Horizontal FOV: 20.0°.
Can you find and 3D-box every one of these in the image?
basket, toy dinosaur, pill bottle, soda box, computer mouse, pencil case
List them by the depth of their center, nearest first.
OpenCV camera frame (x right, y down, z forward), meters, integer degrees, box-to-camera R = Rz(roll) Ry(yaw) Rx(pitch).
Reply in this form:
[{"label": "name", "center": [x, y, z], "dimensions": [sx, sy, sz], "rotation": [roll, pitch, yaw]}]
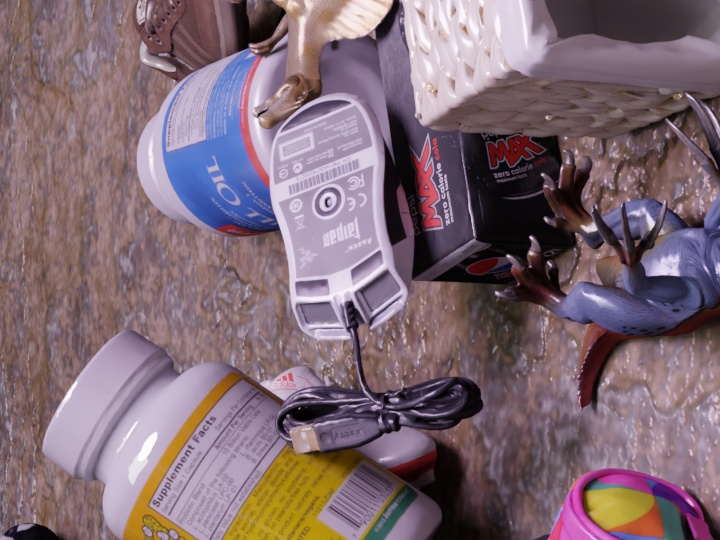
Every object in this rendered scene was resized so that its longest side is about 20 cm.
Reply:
[{"label": "toy dinosaur", "center": [0.159, -0.008, 0.933], "dimensions": [0.181, 0.200, 0.105], "rotation": [15, 63, 38]}, {"label": "basket", "center": [0.096, -0.168, 0.966], "dimensions": [0.123, 0.135, 0.200], "rotation": [150, 118, -61]}, {"label": "pencil case", "center": [0.105, 0.192, 0.973], "dimensions": [0.088, 0.088, 0.200], "rotation": [53, 133, 48]}, {"label": "computer mouse", "center": [0.000, 0.000, 1.067], "dimensions": [0.109, 0.044, 0.200], "rotation": [-19, 62, 24]}, {"label": "pill bottle", "center": [-0.066, 0.120, 1.097], "dimensions": [0.200, 0.113, 0.113], "rotation": [33, 127, 8]}, {"label": "soda box", "center": [0.056, -0.097, 1.098], "dimensions": [0.071, 0.063, 0.200], "rotation": [-35, 58, 54]}, {"label": "toy dinosaur", "center": [-0.014, -0.175, 1.123], "dimensions": [0.101, 0.058, 0.200], "rotation": [32, 103, 34]}, {"label": "pill bottle", "center": [-0.060, -0.079, 1.252], "dimensions": [0.200, 0.112, 0.113], "rotation": [-12, 78, 61]}]

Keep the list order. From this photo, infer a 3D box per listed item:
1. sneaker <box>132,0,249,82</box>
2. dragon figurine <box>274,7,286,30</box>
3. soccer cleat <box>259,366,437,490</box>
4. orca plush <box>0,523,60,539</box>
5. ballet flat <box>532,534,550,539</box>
[{"label": "sneaker", "center": [-0.111, -0.162, 1.307], "dimensions": [0.200, 0.075, 0.071], "rotation": [97, 177, -72]}, {"label": "dragon figurine", "center": [-0.039, -0.210, 1.236], "dimensions": [0.200, 0.099, 0.059], "rotation": [-32, 60, 55]}, {"label": "soccer cleat", "center": [-0.021, 0.098, 1.209], "dimensions": [0.200, 0.069, 0.085], "rotation": [-14, 91, 64]}, {"label": "orca plush", "center": [-0.236, 0.238, 1.576], "dimensions": [0.071, 0.105, 0.200], "rotation": [-42, 11, 2]}, {"label": "ballet flat", "center": [0.048, 0.191, 1.081], "dimensions": [0.200, 0.068, 0.068], "rotation": [-50, 50, 47]}]
